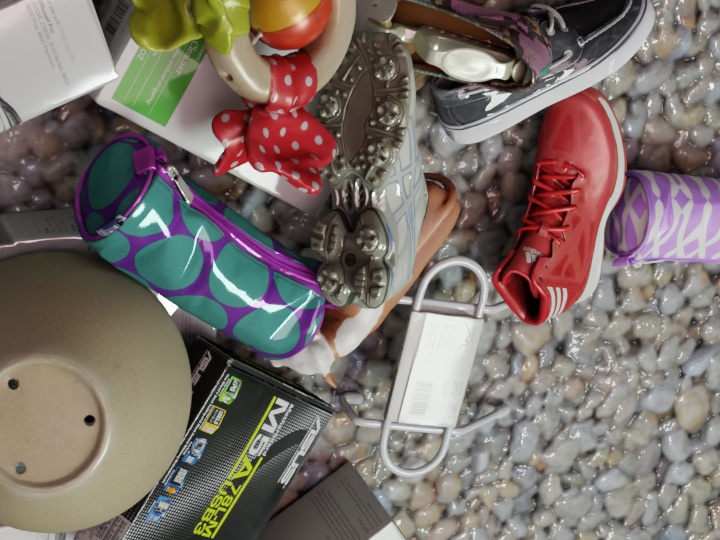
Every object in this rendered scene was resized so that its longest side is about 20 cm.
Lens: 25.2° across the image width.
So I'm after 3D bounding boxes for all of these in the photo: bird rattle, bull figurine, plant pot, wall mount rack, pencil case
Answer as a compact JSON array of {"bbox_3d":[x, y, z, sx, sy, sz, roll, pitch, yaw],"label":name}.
[{"bbox_3d":[-0.058,-0.160,1.092,0.164,0.112,0.200,-51,121,-20],"label":"bird rattle"},{"bbox_3d":[0.000,0.000,1.284,0.200,0.121,0.065,-46,121,1],"label":"bull figurine"},{"bbox_3d":[-0.214,0.092,1.110,0.197,0.134,0.203,-1,95,-7],"label":"plant pot"},{"bbox_3d":[0.078,0.074,1.383,0.172,0.075,0.202,7,109,-21],"label":"wall mount rack"},{"bbox_3d":[-0.111,-0.014,1.172,0.092,0.086,0.199,-26,134,34],"label":"pencil case"},{"bbox_3d":[0.306,-0.039,1.418,0.198,0.084,0.087,3,77,-23],"label":"pencil case"}]

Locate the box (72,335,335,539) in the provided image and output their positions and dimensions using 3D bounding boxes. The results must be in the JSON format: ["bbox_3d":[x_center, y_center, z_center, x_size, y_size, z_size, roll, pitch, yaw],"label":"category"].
[{"bbox_3d":[-0.123,0.167,1.284,0.201,0.047,0.193,-58,149,-2],"label":"box"}]

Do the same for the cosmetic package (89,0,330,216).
[{"bbox_3d":[-0.098,-0.136,1.196,0.199,0.085,0.108,26,97,-29],"label":"cosmetic package"}]

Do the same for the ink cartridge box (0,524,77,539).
[{"bbox_3d":[-0.243,0.231,1.313,0.198,0.068,0.117,-9,116,-20],"label":"ink cartridge box"}]

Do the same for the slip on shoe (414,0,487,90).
[{"bbox_3d":[0.070,-0.218,1.253,0.076,0.061,0.201,32,97,-31],"label":"slip on shoe"}]

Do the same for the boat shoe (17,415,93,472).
[{"bbox_3d":[-0.216,0.124,1.275,0.198,0.073,0.063,-9,116,-18],"label":"boat shoe"}]

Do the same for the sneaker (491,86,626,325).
[{"bbox_3d":[0.163,-0.045,1.331,0.115,0.078,0.202,-38,132,-52],"label":"sneaker"}]

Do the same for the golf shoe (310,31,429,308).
[{"bbox_3d":[0.014,-0.074,1.188,0.097,0.078,0.203,-10,110,-60],"label":"golf shoe"}]

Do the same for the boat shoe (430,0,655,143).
[{"bbox_3d":[0.145,-0.180,1.295,0.198,0.072,0.068,-29,134,-1],"label":"boat shoe"}]

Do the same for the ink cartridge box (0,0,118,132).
[{"bbox_3d":[-0.279,-0.145,1.088,0.198,0.145,0.085,-26,121,-10],"label":"ink cartridge box"}]

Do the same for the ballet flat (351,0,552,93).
[{"bbox_3d":[0.046,-0.174,1.207,0.197,0.071,0.070,14,118,5],"label":"ballet flat"}]

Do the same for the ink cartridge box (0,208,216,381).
[{"bbox_3d":[-0.212,0.015,1.232,0.198,0.067,0.117,-5,113,-21],"label":"ink cartridge box"}]

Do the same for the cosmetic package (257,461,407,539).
[{"bbox_3d":[-0.053,0.272,1.390,0.199,0.108,0.085,-36,123,-3],"label":"cosmetic package"}]
